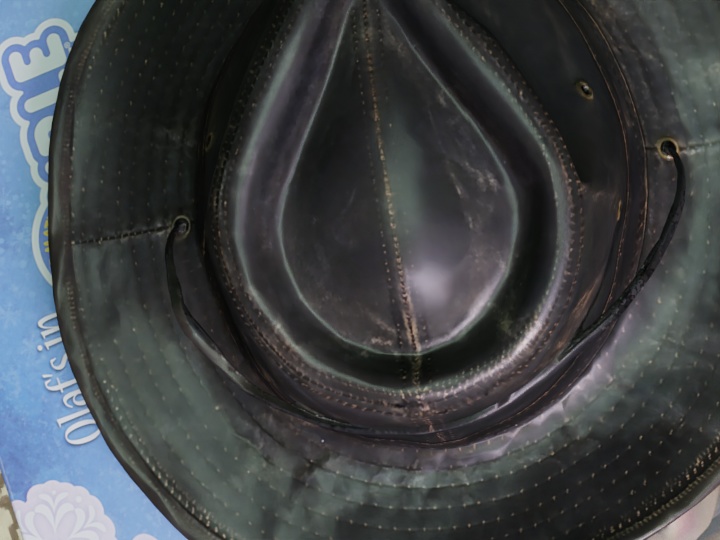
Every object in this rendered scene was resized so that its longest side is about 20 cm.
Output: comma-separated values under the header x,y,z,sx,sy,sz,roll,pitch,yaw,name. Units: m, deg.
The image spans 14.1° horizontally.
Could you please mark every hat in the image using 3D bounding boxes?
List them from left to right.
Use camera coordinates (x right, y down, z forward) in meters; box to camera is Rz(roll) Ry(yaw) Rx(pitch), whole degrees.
x,y,z,sx,sy,sz,roll,pitch,yaw,name
0.007,-0.024,0.657,0.200,0.081,0.201,-2,81,12,hat

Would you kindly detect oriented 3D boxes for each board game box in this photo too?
x,y,z,sx,sy,sz,roll,pitch,yaw,name
0.000,0.000,0.719,0.198,0.043,0.201,-22,79,8,board game box
